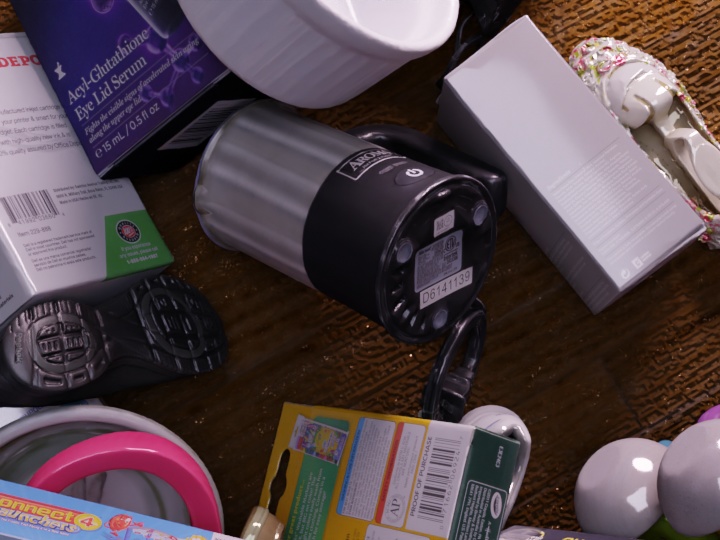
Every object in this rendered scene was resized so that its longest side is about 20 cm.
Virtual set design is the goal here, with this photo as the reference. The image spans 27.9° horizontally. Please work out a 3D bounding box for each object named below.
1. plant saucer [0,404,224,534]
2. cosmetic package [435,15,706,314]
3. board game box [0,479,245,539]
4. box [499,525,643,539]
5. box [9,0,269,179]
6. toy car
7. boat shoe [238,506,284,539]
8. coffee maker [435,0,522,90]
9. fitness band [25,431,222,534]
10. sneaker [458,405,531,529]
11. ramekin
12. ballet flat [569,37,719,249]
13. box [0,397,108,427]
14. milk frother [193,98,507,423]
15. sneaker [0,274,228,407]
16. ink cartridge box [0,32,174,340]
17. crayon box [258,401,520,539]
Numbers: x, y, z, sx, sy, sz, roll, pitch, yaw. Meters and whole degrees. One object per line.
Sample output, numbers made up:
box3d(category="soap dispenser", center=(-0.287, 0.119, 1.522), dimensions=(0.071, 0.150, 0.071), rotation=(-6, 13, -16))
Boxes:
box3d(category="plant saucer", center=(-0.196, 0.177, 1.009), dimensions=(0.198, 0.050, 0.202), rotation=(-5, 111, -12))
box3d(category="cosmetic package", center=(0.147, -0.074, 1.059), dimensions=(0.090, 0.107, 0.201), rotation=(-35, 83, -7))
box3d(category="board game box", center=(-0.185, 0.245, 0.927), dimensions=(0.198, 0.056, 0.197), rotation=(14, 113, 1))
box3d(category="box", center=(0.165, 0.273, 0.945), dimensions=(0.049, 0.160, 0.202), rotation=(-16, 101, -44))
box3d(category="box", center=(-0.155, -0.191, 1.044), dimensions=(0.148, 0.104, 0.201), rotation=(-34, 80, 31))
box3d(category="toy car", center=(0.258, 0.154, 0.982), dimensions=(0.175, 0.200, 0.150), rotation=(42, 58, -15))
box3d(category="boat shoe", center=(-0.062, 0.258, 0.985), dimensions=(0.063, 0.073, 0.202), rotation=(7, 101, 5))
box3d(category="coffee maker", center=(0.046, -0.275, 1.082), dimensions=(0.200, 0.135, 0.193), rotation=(37, 82, 7))
box3d(category="fitness band", center=(-0.162, 0.202, 0.983), dimensions=(0.142, 0.037, 0.201), rotation=(-9, 113, -13))
box3d(category="sneaker", center=(0.063, 0.185, 1.017), dimensions=(0.074, 0.087, 0.201), rotation=(22, 81, 0))
box3d(category="ramekin", center=(-0.037, -0.207, 0.976), dimensions=(0.098, 0.200, 0.201), rotation=(-35, 79, 36))
box3d(category="ballet flat", center=(0.234, -0.104, 1.087), dimensions=(0.076, 0.064, 0.200), rotation=(-39, 81, -7))
box3d(category="box", center=(-0.269, 0.080, 1.058), dimensions=(0.119, 0.041, 0.201), rotation=(-34, 84, -7))
box3d(category="milk frother", center=(0.000, 0.000, 1.036), dimensions=(0.188, 0.180, 0.201), rotation=(26, 111, 38))
box3d(category="sneaker", center=(-0.181, 0.055, 1.017), dimensions=(0.199, 0.091, 0.076), rotation=(-3, 70, -46))
box3d(category="ink cartridge box", center=(-0.245, -0.060, 1.026), dimensions=(0.084, 0.146, 0.201), rotation=(-36, 78, 34))
box3d(category="crayon box", center=(0.011, 0.163, 0.997), dimensions=(0.051, 0.199, 0.127), rotation=(23, 77, -39))
